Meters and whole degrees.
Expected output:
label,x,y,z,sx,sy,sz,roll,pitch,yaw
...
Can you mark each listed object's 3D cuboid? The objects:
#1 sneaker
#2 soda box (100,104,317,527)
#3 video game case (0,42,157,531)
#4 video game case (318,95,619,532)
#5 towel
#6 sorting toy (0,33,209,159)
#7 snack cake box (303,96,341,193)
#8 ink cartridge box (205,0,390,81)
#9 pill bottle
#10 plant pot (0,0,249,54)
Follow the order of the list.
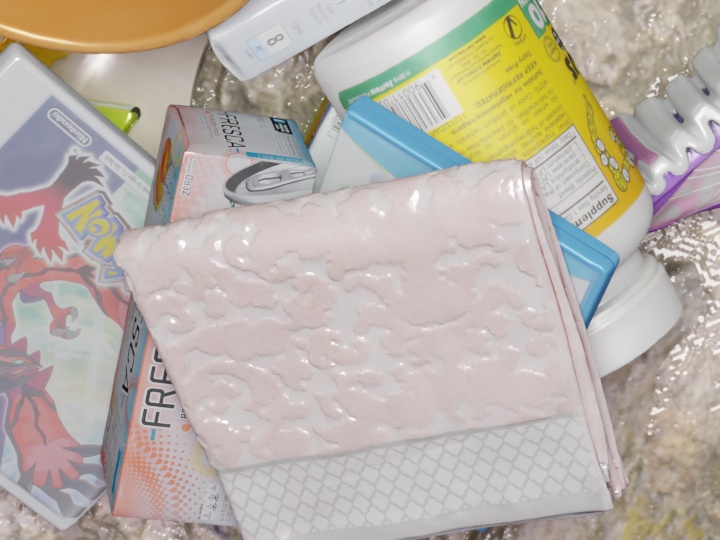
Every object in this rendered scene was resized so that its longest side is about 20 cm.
label,x,y,z,sx,sy,sz,roll,pitch,yaw
sneaker,0.185,-0.059,1.242,0.200,0.081,0.088,-41,118,12
soda box,-0.077,0.024,1.160,0.068,0.064,0.201,6,114,-15
video game case,-0.160,0.014,1.184,0.182,0.023,0.200,-44,117,10
video game case,0.031,0.026,1.142,0.143,0.018,0.200,33,136,12
towel,0.007,0.047,1.095,0.199,0.032,0.192,-10,120,18
sorting toy,-0.159,-0.120,1.216,0.200,0.107,0.180,34,86,-25
snack cake box,0.000,0.000,1.255,0.115,0.067,0.201,27,101,-8
ink cartridge box,-0.007,-0.206,1.170,0.199,0.160,0.047,-30,146,8
pill bottle,0.073,-0.045,1.154,0.113,0.113,0.200,-31,101,6
plant pot,-0.124,-0.219,1.096,0.199,0.140,0.200,5,141,4
